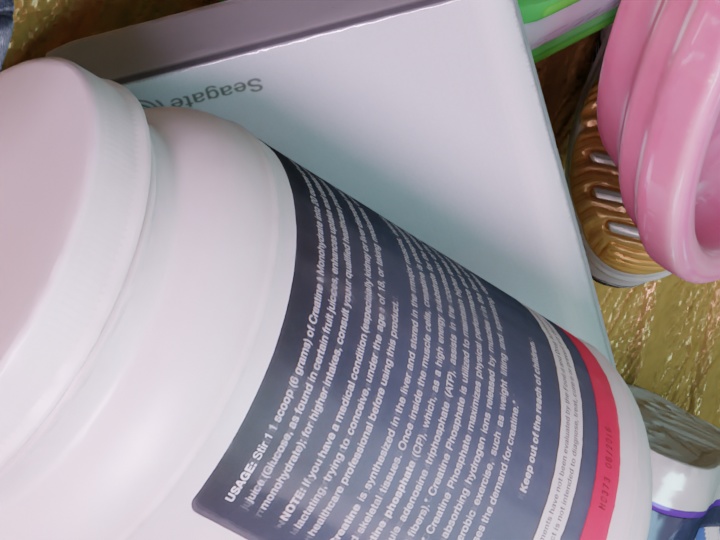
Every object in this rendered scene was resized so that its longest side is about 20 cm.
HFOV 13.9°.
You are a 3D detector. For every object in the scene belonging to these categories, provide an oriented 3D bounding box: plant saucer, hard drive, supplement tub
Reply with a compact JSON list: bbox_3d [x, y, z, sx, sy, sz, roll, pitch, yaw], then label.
[{"bbox_3d":[0.137,-0.094,0.946,0.201,0.051,0.201,-49,158,-27],"label":"plant saucer"},{"bbox_3d":[0.000,0.000,0.874,0.027,0.132,0.200,-98,172,-47],"label":"hard drive"},{"bbox_3d":[-0.032,0.043,0.796,0.200,0.140,0.141,32,82,-31],"label":"supplement tub"}]

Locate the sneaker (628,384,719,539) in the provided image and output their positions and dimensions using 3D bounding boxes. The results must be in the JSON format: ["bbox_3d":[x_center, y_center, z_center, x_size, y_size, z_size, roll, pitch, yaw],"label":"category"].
[{"bbox_3d":[0.098,0.127,1.159,0.147,0.080,0.200,-65,162,7],"label":"sneaker"}]

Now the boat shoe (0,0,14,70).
[{"bbox_3d":[-0.125,-0.106,0.660,0.091,0.071,0.201,1,98,-50],"label":"boat shoe"}]

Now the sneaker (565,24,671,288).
[{"bbox_3d":[0.115,-0.088,1.076,0.088,0.075,0.200,107,4,-76],"label":"sneaker"}]

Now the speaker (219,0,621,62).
[{"bbox_3d":[0.046,-0.112,0.924,0.200,0.088,0.089,-30,133,-45],"label":"speaker"}]
